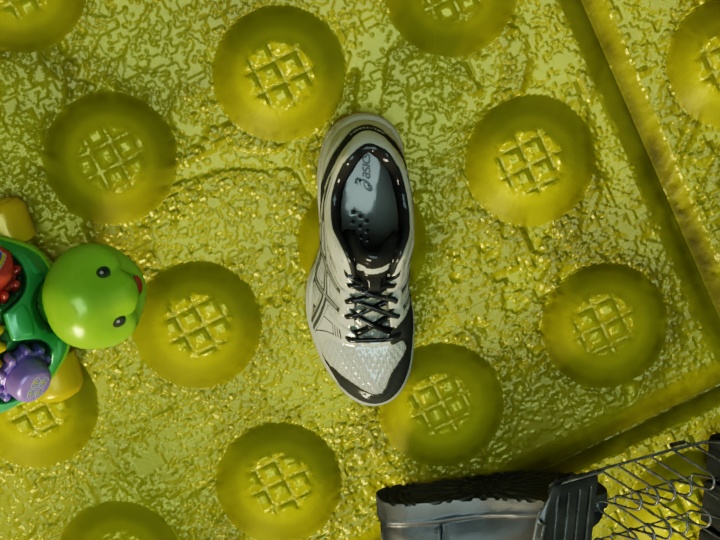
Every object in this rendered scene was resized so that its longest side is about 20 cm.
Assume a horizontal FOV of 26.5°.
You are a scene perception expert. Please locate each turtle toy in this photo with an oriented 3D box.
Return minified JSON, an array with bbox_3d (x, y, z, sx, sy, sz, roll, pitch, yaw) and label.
[{"bbox_3d":[-0.235,0.031,0.998,0.199,0.101,0.147,-17,103,1],"label":"turtle toy"}]

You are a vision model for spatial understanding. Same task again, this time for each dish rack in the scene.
[{"bbox_3d":[0.197,0.195,1.038,0.199,0.054,0.155,-7,106,-36],"label":"dish rack"}]

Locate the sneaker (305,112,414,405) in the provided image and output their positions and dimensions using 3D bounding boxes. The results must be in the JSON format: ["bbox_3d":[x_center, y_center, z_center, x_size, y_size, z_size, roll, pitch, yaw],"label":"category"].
[{"bbox_3d":[0.000,0.000,1.011,0.075,0.088,0.202,-5,104,-3],"label":"sneaker"}]

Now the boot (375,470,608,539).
[{"bbox_3d":[0.097,0.248,1.079,0.163,0.066,0.202,-4,100,6],"label":"boot"}]
